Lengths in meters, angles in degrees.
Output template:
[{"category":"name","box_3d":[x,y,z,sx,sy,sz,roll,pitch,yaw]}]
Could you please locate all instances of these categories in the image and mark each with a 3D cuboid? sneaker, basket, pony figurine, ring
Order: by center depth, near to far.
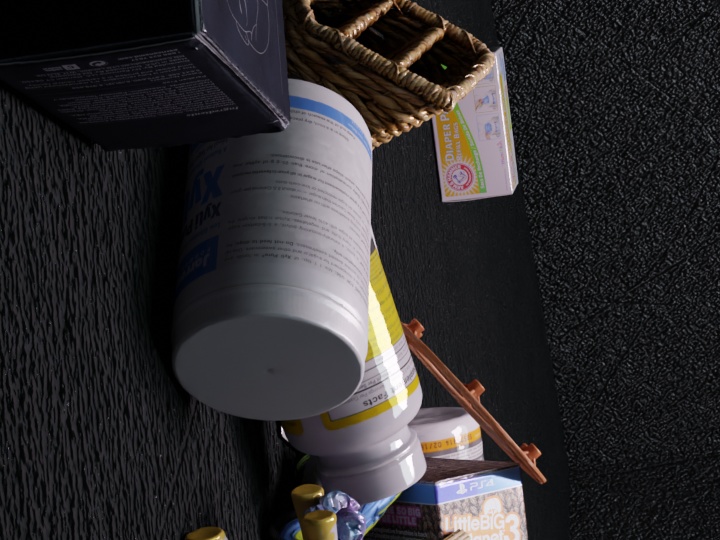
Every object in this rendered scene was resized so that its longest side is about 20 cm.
[{"category":"pony figurine","box_3d":[-0.034,0.254,1.285,0.193,0.166,0.201,-18,108,-47]},{"category":"sneaker","box_3d":[-0.030,0.184,1.517,0.071,0.083,0.200,-56,170,23]},{"category":"basket","box_3d":[0.005,-0.181,1.549,0.143,0.148,0.200,60,23,-7]},{"category":"ring","box_3d":[0.093,0.106,1.635,0.201,0.019,0.200,48,-3,3]}]

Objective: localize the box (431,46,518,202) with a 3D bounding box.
[{"category":"box","box_3d":[0.156,-0.204,2.649,0.113,0.101,0.201,-51,135,-76]}]

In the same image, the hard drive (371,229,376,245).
[{"category":"hard drive","box_3d":[0.000,0.000,1.666,0.201,0.027,0.132,75,8,-45]}]

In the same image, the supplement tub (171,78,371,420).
[{"category":"supplement tub","box_3d":[-0.057,-0.016,1.278,0.132,0.131,0.201,71,16,-51]}]

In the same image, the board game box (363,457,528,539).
[{"category":"board game box","box_3d":[0.064,0.270,1.652,0.096,0.159,0.201,-7,93,-35]}]

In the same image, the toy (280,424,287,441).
[{"category":"toy","box_3d":[-0.035,0.051,1.593,0.115,0.047,0.201,52,33,-69]}]

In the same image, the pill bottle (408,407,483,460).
[{"category":"pill bottle","box_3d":[0.072,0.243,1.883,0.116,0.116,0.201,-30,113,-79]}]

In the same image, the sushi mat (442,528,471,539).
[{"category":"sushi mat","box_3d":[0.045,0.276,1.484,0.200,0.012,0.096,-19,102,-60]}]

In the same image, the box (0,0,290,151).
[{"category":"box","box_3d":[-0.121,-0.187,1.036,0.197,0.123,0.201,36,48,-75]}]

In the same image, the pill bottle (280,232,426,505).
[{"category":"pill bottle","box_3d":[-0.018,0.070,1.425,0.111,0.111,0.201,-63,137,-72]}]
